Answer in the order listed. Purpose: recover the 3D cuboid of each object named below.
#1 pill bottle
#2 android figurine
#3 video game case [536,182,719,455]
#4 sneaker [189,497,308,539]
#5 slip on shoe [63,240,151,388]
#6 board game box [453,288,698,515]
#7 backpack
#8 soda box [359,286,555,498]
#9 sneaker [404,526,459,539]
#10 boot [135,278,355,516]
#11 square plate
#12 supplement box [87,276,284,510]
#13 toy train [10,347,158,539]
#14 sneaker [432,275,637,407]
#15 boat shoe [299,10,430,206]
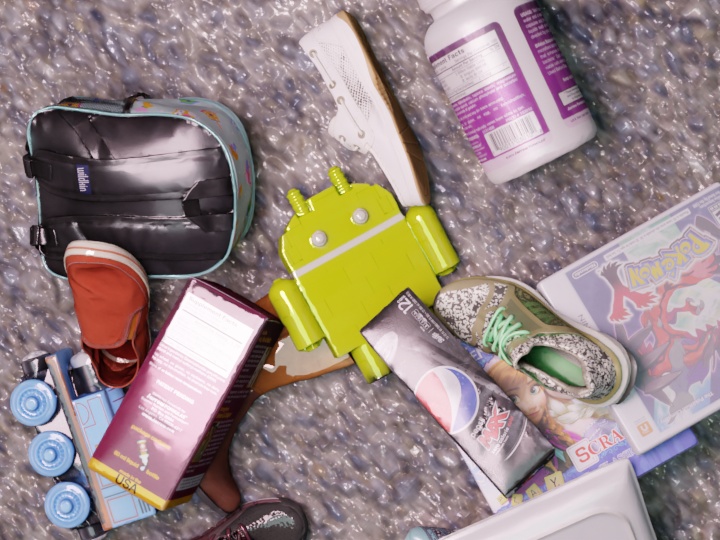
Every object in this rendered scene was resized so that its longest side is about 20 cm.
[{"bbox_3d":[0.127,-0.190,1.420,0.112,0.112,0.201,-25,93,11],"label":"pill bottle"},{"bbox_3d":[0.000,0.000,1.480,0.181,0.041,0.201,-27,93,-9],"label":"android figurine"},{"bbox_3d":[0.292,0.042,1.420,0.199,0.023,0.183,-29,78,-6],"label":"video game case"},{"bbox_3d":[-0.147,0.295,1.518,0.199,0.116,0.076,-27,92,11],"label":"sneaker"},{"bbox_3d":[-0.232,0.041,1.433,0.074,0.200,0.061,4,54,4],"label":"slip on shoe"},{"bbox_3d":[0.180,0.124,1.450,0.199,0.041,0.200,-30,77,3],"label":"board game box"},{"bbox_3d":[-0.196,-0.081,1.460,0.199,0.153,0.177,2,104,16],"label":"backpack"},{"bbox_3d":[0.089,0.112,1.408,0.063,0.071,0.200,-42,77,-2],"label":"soda box"},{"bbox_3d":[0.059,0.339,1.475,0.086,0.078,0.201,18,61,-13],"label":"sneaker"},{"bbox_3d":[-0.097,0.123,1.526,0.199,0.068,0.189,-24,82,6],"label":"boot"},{"bbox_3d":[0.189,0.294,1.424,0.197,0.028,0.201,-24,113,0],"label":"square plate"},{"bbox_3d":[-0.160,0.113,1.445,0.085,0.110,0.201,28,90,7],"label":"supplement box"},{"bbox_3d":[-0.270,0.168,1.542,0.114,0.087,0.201,-18,92,1],"label":"toy train"},{"bbox_3d":[0.146,0.060,1.382,0.199,0.089,0.077,24,103,24],"label":"sneaker"},{"bbox_3d":[0.003,-0.143,1.468,0.069,0.071,0.201,-26,83,12],"label":"boat shoe"}]
